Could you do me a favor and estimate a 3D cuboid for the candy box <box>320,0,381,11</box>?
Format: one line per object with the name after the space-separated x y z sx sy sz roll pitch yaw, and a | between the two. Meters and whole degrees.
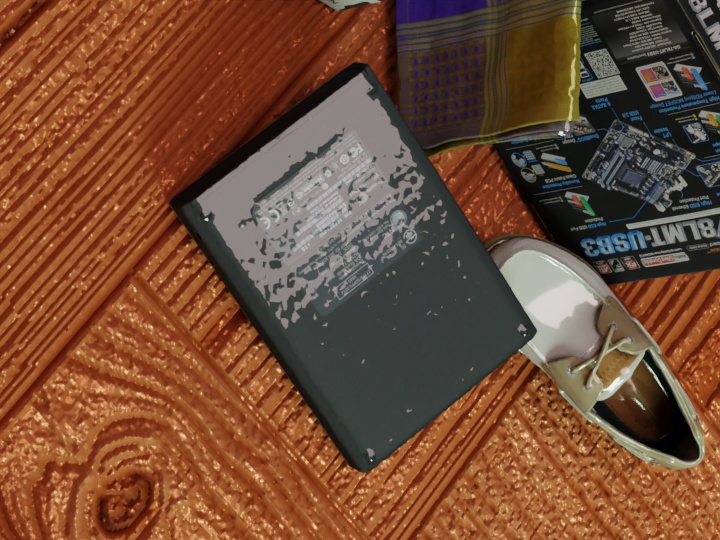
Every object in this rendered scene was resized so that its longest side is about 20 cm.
-0.008 -0.221 1.201 0.168 0.200 0.072 26 73 -32 | candy box

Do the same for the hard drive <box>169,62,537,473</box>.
0.000 0.000 1.278 0.140 0.033 0.200 -38 110 -14 | hard drive

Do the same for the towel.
0.071 -0.166 1.290 0.023 0.144 0.200 6 83 -44 | towel

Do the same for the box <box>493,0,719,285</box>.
0.167 -0.087 1.320 0.199 0.200 0.050 55 54 -20 | box

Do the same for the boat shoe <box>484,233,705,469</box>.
0.150 0.051 1.372 0.200 0.068 0.075 41 90 -26 | boat shoe
